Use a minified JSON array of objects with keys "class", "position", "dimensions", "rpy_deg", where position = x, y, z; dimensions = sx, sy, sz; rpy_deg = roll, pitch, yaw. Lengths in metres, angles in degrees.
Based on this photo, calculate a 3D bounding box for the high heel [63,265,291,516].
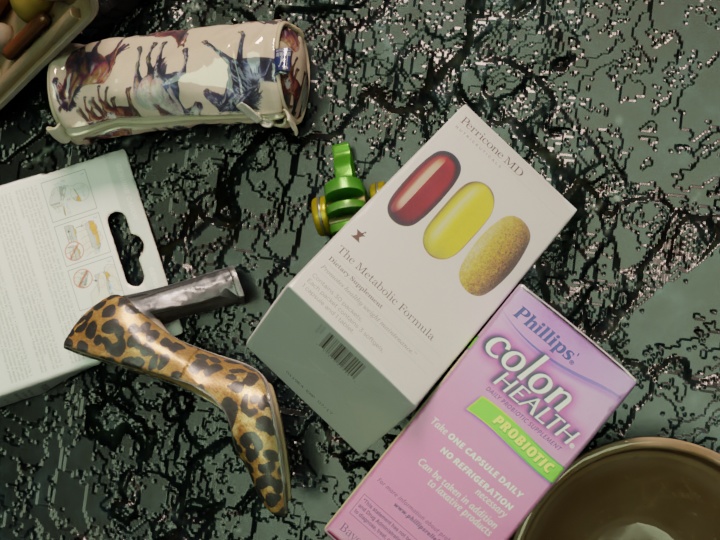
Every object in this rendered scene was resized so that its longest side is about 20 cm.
[{"class":"high heel","position":[-0.134,0.104,0.970],"dimensions":[0.141,0.072,0.202],"rpy_deg":[-17,68,-8]}]

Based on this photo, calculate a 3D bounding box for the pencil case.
[{"class":"pencil case","position":[-0.139,-0.141,0.997],"dimensions":[0.197,0.078,0.090],"rpy_deg":[-4,50,10]}]

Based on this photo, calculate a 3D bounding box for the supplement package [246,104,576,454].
[{"class":"supplement package","position":[0.036,0.004,0.887],"dimensions":[0.114,0.110,0.200],"rpy_deg":[42,59,1]}]

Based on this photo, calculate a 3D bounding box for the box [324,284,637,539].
[{"class":"box","position":[0.084,0.117,0.887],"dimensions":[0.096,0.176,0.201],"rpy_deg":[38,93,7]}]

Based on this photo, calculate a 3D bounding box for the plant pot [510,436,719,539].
[{"class":"plant pot","position":[0.196,0.217,0.897],"dimensions":[0.198,0.093,0.203],"rpy_deg":[0,83,4]}]

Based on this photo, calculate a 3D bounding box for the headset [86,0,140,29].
[{"class":"headset","position":[-0.184,-0.276,1.034],"dimensions":[0.199,0.094,0.124],"rpy_deg":[-32,80,23]}]

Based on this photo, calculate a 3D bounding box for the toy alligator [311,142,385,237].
[{"class":"toy alligator","position":[0.000,0.000,0.975],"dimensions":[0.059,0.054,0.202],"rpy_deg":[-11,84,10]}]

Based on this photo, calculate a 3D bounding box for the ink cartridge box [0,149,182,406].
[{"class":"ink cartridge box","position":[-0.259,0.012,1.040],"dimensions":[0.198,0.057,0.164],"rpy_deg":[-18,82,-12]}]

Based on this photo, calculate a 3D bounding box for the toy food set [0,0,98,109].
[{"class":"toy food set","position":[-0.275,-0.222,0.991],"dimensions":[0.199,0.060,0.145],"rpy_deg":[-31,63,37]}]
